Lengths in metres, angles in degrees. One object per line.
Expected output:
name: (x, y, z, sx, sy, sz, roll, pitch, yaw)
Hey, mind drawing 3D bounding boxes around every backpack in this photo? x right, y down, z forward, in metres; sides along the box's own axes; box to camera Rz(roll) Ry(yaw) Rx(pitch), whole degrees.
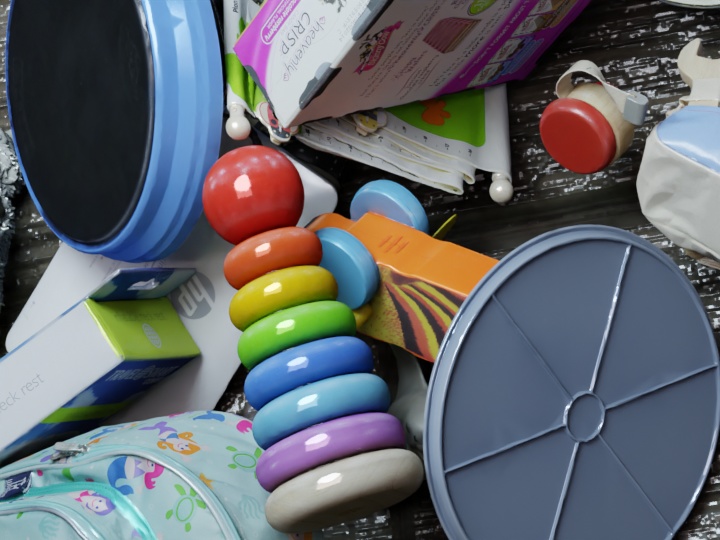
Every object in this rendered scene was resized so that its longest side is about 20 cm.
backpack: (-0.116, 0.169, 1.574, 0.199, 0.150, 0.179, -15, 95, 35)

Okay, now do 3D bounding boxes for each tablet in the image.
tablet: (-0.110, 0.001, 1.691, 0.130, 0.014, 0.201, 36, 107, 12)

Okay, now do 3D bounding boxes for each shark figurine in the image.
shark figurine: (0.002, 0.085, 1.636, 0.214, 0.128, 0.090, -17, 77, 42)

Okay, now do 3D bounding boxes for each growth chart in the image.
growth chart: (0.004, -0.106, 1.630, 0.018, 0.199, 0.145, -48, 39, 40)

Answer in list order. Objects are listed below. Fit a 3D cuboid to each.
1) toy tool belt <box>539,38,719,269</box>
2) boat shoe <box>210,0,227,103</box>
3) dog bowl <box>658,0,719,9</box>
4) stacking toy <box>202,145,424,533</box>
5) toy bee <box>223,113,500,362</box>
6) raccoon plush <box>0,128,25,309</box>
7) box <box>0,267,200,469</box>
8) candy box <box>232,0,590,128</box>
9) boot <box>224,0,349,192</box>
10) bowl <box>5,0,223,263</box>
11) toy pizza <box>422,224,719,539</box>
toy tool belt: (0.210, -0.068, 1.600, 0.199, 0.125, 0.123, 27, 49, 21)
boat shoe: (-0.101, -0.158, 1.674, 0.200, 0.066, 0.075, 57, 135, 44)
dog bowl: (0.205, -0.246, 1.613, 0.199, 0.074, 0.202, 7, 102, 37)
stacking toy: (-0.036, 0.030, 1.520, 0.085, 0.085, 0.201, -21, 77, 13)
toy bee: (0.000, 0.000, 1.619, 0.130, 0.109, 0.200, -23, 51, -26)
raccoon plush: (-0.247, 0.001, 1.767, 0.096, 0.134, 0.201, 11, 111, 7)
box: (-0.179, 0.072, 1.645, 0.199, 0.122, 0.048, -36, 81, 15)
candy box: (0.045, -0.153, 1.585, 0.061, 0.199, 0.136, 56, 131, 18)
boot: (-0.073, -0.135, 1.731, 0.203, 0.073, 0.154, 25, 82, 19)
bowl: (-0.141, -0.104, 1.626, 0.200, 0.039, 0.202, 15, 108, 57)
toy pizza: (0.110, 0.075, 1.554, 0.032, 0.200, 0.201, 12, 77, 55)
